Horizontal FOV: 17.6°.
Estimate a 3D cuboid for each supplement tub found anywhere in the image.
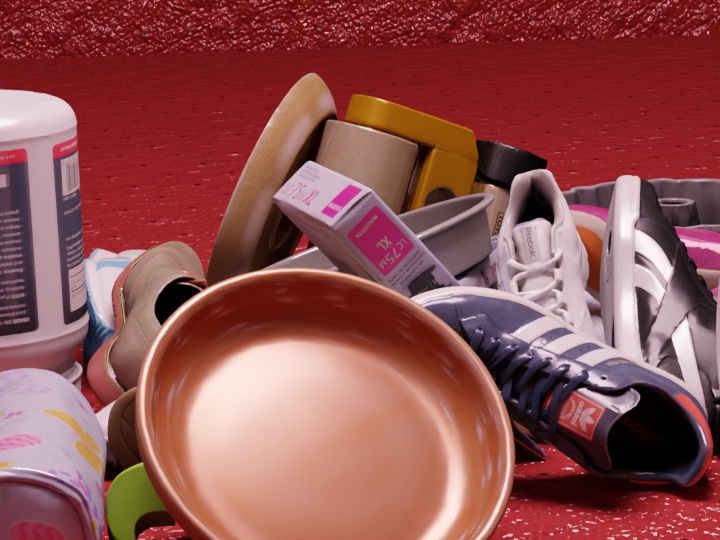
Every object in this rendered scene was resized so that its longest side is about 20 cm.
[{"bbox_3d":[-0.250,-0.012,1.524,0.140,0.200,0.140,-2,12,0],"label":"supplement tub"}]

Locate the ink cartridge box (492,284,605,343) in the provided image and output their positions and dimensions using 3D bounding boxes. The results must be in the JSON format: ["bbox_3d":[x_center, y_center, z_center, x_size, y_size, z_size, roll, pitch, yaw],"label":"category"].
[{"bbox_3d":[0.151,0.040,1.597,0.200,0.041,0.200,6,16,29],"label":"ink cartridge box"}]

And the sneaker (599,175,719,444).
[{"bbox_3d":[0.208,0.029,1.439,0.112,0.073,0.200,4,51,-1],"label":"sneaker"}]

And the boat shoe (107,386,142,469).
[{"bbox_3d":[-0.045,0.094,1.335,0.200,0.072,0.072,1,5,-8],"label":"boat shoe"}]

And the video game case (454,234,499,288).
[{"bbox_3d":[0.002,0.026,1.588,0.200,0.023,0.182,-17,7,20],"label":"video game case"}]

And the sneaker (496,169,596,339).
[{"bbox_3d":[0.111,0.020,1.470,0.074,0.087,0.200,-11,45,6],"label":"sneaker"}]

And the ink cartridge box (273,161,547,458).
[{"bbox_3d":[0.039,0.022,1.394,0.042,0.200,0.119,-44,21,-6],"label":"ink cartridge box"}]

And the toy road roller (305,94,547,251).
[{"bbox_3d":[0.029,-0.053,1.756,0.200,0.123,0.146,17,-2,-34],"label":"toy road roller"}]

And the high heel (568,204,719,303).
[{"bbox_3d":[0.217,-0.010,1.544,0.096,0.067,0.200,-25,30,-32],"label":"high heel"}]

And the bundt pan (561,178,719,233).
[{"bbox_3d":[0.236,-0.016,1.760,0.202,0.076,0.202,-1,12,0],"label":"bundt pan"}]

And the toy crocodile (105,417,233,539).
[{"bbox_3d":[-0.039,0.117,1.241,0.200,0.062,0.068,-1,-24,-19],"label":"toy crocodile"}]

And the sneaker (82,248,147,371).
[{"bbox_3d":[-0.155,0.024,1.644,0.081,0.077,0.200,2,15,-1],"label":"sneaker"}]

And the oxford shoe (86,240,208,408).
[{"bbox_3d":[-0.120,0.028,1.527,0.075,0.070,0.200,-41,19,22],"label":"oxford shoe"}]

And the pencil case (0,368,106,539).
[{"bbox_3d":[-0.178,0.114,1.208,0.091,0.083,0.200,-34,14,1],"label":"pencil case"}]

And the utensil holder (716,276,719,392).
[{"bbox_3d":[0.315,0.043,1.276,0.200,0.170,0.170,-2,12,-11],"label":"utensil holder"}]

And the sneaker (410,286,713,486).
[{"bbox_3d":[0.109,0.068,1.302,0.200,0.075,0.085,17,15,-10],"label":"sneaker"}]

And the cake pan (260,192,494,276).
[{"bbox_3d":[0.000,0.000,1.544,0.200,0.037,0.200,-20,6,2],"label":"cake pan"}]

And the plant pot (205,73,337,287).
[{"bbox_3d":[-0.061,-0.048,1.716,0.027,0.200,0.200,24,18,9],"label":"plant pot"}]

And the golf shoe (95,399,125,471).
[{"bbox_3d":[-0.087,0.058,1.414,0.200,0.095,0.078,-18,20,-26],"label":"golf shoe"}]

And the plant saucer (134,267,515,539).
[{"bbox_3d":[-0.020,0.088,1.196,0.200,0.037,0.200,10,50,-12],"label":"plant saucer"}]
